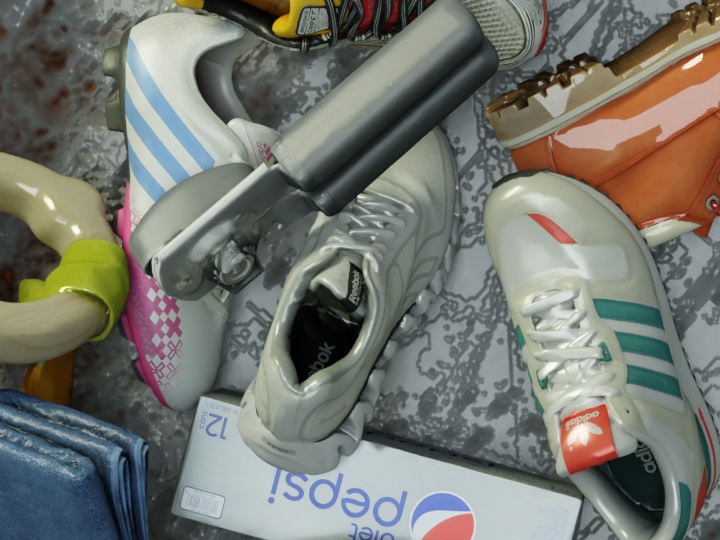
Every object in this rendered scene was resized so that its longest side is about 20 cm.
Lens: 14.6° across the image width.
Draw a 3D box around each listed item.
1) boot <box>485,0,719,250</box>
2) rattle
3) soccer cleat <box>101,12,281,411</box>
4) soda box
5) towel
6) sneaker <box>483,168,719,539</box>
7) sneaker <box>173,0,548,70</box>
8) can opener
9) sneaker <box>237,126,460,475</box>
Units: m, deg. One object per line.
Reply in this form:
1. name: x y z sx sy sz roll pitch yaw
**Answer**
1. boot: 0.173 -0.077 1.396 0.199 0.075 0.108 -26 99 8
2. rattle: -0.224 0.013 1.374 0.199 0.143 0.131 -1 66 -27
3. soccer cleat: -0.079 -0.031 1.413 0.086 0.070 0.201 -6 89 17
4. soda box: 0.010 0.115 1.412 0.199 0.068 0.064 15 92 5
5. towel: -0.146 0.147 1.383 0.111 0.049 0.201 19 135 28
6. sneaker: 0.115 0.048 1.362 0.070 0.093 0.201 -19 107 23
7. sneaker: -0.006 -0.133 1.390 0.199 0.082 0.078 13 126 4
8. can opener: -0.028 -0.062 1.353 0.200 0.053 0.067 -41 58 0
9. sneaker: 0.000 0.000 1.377 0.075 0.081 0.201 17 62 8
